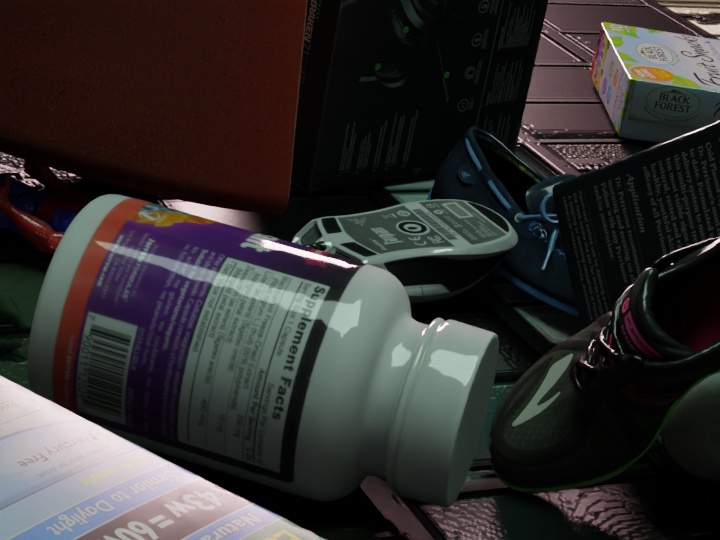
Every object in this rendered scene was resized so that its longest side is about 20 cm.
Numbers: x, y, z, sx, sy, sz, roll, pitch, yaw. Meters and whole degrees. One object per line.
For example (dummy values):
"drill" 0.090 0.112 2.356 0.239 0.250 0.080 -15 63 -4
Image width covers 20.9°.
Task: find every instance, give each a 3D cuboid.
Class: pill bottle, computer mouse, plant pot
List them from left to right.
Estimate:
"plant pot" -0.156 -0.148 1.127 0.175 0.201 0.200 -2 15 -31
"pill bottle" -0.042 0.042 0.904 0.199 0.112 0.111 16 24 12
"computer mouse" 0.000 0.000 1.105 0.199 0.044 0.110 -8 28 -27

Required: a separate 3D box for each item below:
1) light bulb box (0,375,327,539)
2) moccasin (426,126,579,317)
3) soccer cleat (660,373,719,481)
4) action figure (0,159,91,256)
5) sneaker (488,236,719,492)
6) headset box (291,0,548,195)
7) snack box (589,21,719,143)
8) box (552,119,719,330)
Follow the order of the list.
"light bulb box" -0.123 0.145 0.621 0.199 0.125 0.198 22 26 27
"moccasin" 0.110 -0.028 1.168 0.080 0.069 0.200 1 25 -46
"soccer cleat" 0.250 0.075 0.993 0.199 0.070 0.086 -9 6 -23
"action figure" -0.193 -0.037 1.103 0.199 0.052 0.065 18 20 12
"sneaker" 0.133 0.033 0.917 0.084 0.200 0.077 26 33 -49
"headset box" 0.019 -0.154 1.294 0.199 0.175 0.093 -11 32 -38
"snack box" 0.289 -0.136 1.516 0.199 0.053 0.142 8 23 -6
"box" 0.246 -0.021 1.042 0.199 0.125 0.196 -8 -6 -37
